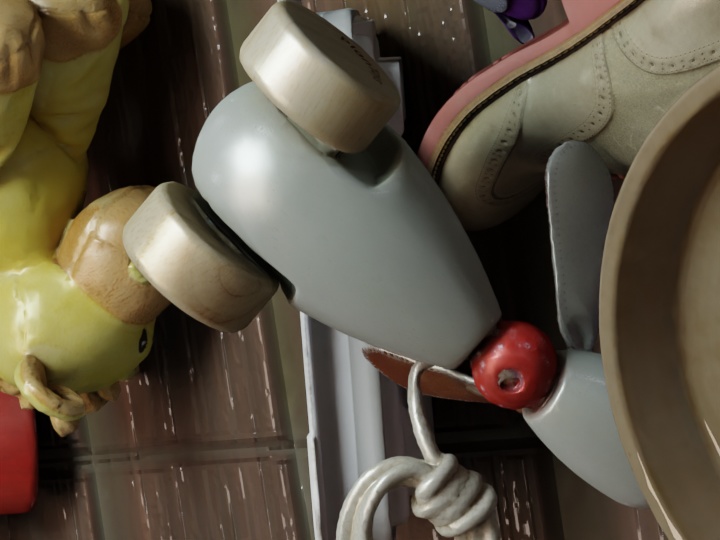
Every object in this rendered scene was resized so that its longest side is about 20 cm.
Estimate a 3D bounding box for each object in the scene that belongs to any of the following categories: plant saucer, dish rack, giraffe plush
[{"bbox_3d":[0.153,0.028,0.820,0.199,0.029,0.201,18,118,38],"label":"plant saucer"},{"bbox_3d":[0.000,0.000,1.039,0.172,0.043,0.202,-68,-27,-84],"label":"dish rack"},{"bbox_3d":[-0.138,-0.020,1.208,0.200,0.172,0.163,-36,89,40],"label":"giraffe plush"}]

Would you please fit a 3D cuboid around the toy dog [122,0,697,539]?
[{"bbox_3d":[0.016,-0.002,0.919,0.201,0.131,0.096,56,-167,-20],"label":"toy dog"}]

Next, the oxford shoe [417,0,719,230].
[{"bbox_3d":[0.080,-0.049,0.949,0.075,0.070,0.200,55,148,6],"label":"oxford shoe"}]

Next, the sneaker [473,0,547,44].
[{"bbox_3d":[0.089,-0.159,0.932,0.200,0.087,0.075,-40,28,31],"label":"sneaker"}]

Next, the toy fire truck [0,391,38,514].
[{"bbox_3d":[-0.216,0.034,1.369,0.168,0.111,0.202,-142,50,-75],"label":"toy fire truck"}]
